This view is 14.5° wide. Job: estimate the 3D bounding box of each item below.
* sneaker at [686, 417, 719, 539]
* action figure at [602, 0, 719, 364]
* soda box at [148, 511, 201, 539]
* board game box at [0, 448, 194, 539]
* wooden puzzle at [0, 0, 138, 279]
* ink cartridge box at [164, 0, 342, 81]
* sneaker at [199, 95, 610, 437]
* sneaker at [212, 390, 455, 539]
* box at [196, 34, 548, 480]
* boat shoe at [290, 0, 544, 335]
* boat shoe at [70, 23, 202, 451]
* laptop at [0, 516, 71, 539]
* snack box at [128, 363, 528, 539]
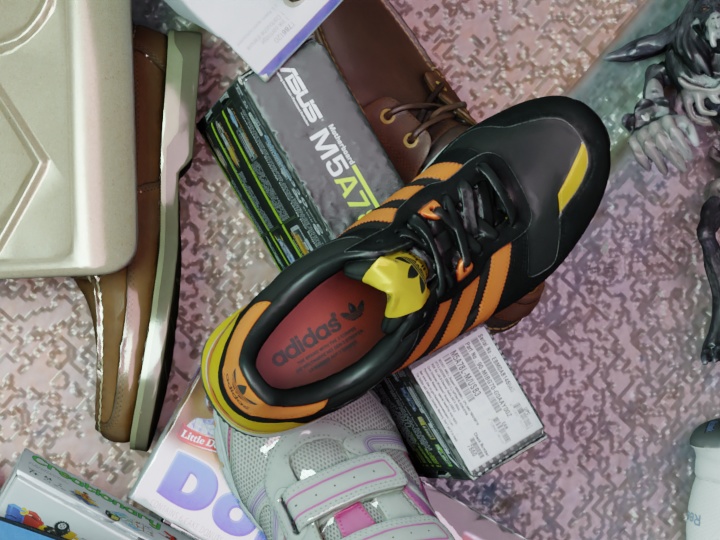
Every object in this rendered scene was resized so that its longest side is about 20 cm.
[{"bbox_3d":[0.250,0.130,1.381,0.199,0.075,0.088,12,97,-1],"label":"sneaker"},{"bbox_3d":[0.186,-0.062,1.358,0.118,0.102,0.201,-13,90,2],"label":"action figure"},{"bbox_3d":[0.002,0.135,1.332,0.199,0.071,0.064,26,82,-7],"label":"soda box"},{"bbox_3d":[-0.145,0.196,1.289,0.126,0.035,0.200,29,105,-6],"label":"board game box"},{"bbox_3d":[-0.200,-0.086,1.294,0.199,0.046,0.186,-2,86,6],"label":"wooden puzzle"},{"bbox_3d":[-0.079,-0.181,1.175,0.099,0.039,0.200,-46,103,-9],"label":"ink cartridge box"},{"bbox_3d":[0.026,0.000,1.139,0.200,0.090,0.070,-36,92,-8],"label":"sneaker"},{"bbox_3d":[0.005,0.118,1.226,0.081,0.088,0.201,-31,93,-8],"label":"sneaker"},{"bbox_3d":[0.000,0.000,1.279,0.047,0.193,0.201,-30,91,-7],"label":"box"},{"bbox_3d":[0.029,-0.062,1.340,0.072,0.067,0.201,-30,94,-33],"label":"boat shoe"},{"bbox_3d":[-0.116,-0.016,1.329,0.068,0.072,0.201,5,77,-4],"label":"boat shoe"},{"bbox_3d":[-0.181,0.207,1.213,0.199,0.116,0.188,-8,105,-5],"label":"laptop"},{"bbox_3d":[-0.001,0.120,1.283,0.199,0.024,0.072,30,85,-6],"label":"snack box"}]
